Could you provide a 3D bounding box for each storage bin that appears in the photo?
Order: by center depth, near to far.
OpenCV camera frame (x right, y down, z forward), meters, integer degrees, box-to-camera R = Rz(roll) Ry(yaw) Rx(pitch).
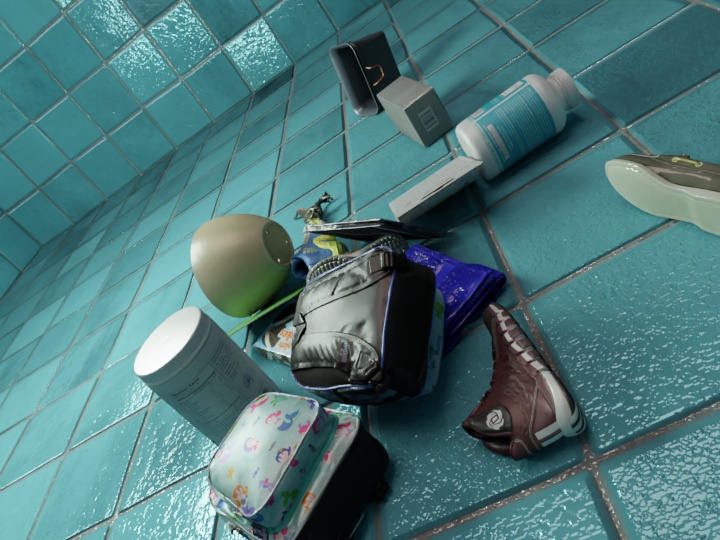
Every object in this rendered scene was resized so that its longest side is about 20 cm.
[{"bbox_3d":[0.031,-0.551,1.619,0.134,0.202,0.145,-39,27,-22],"label":"storage bin"}]

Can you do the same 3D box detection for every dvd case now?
[{"bbox_3d":[0.019,-0.068,1.017,0.198,0.147,0.016,1,86,49],"label":"dvd case"}]

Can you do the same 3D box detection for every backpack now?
[{"bbox_3d":[-0.089,0.238,0.702,0.198,0.151,0.179,-5,44,52],"label":"backpack"},{"bbox_3d":[0.008,0.086,0.767,0.198,0.146,0.186,-18,56,44],"label":"backpack"}]

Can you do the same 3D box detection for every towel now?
[{"bbox_3d":[0.100,0.031,0.864,0.148,0.050,0.199,-45,30,-13],"label":"towel"}]

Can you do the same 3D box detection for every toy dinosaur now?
[{"bbox_3d":[-0.102,-0.135,1.334,0.088,0.047,0.200,-48,26,-4],"label":"toy dinosaur"}]

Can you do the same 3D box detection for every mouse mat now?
[{"bbox_3d":[-0.168,0.071,1.091,0.198,0.008,0.161,-32,4,16],"label":"mouse mat"}]

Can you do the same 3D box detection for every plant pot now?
[{"bbox_3d":[-0.205,-0.026,1.131,0.133,0.201,0.202,-22,33,29],"label":"plant pot"}]

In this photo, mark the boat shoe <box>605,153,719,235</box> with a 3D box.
[{"bbox_3d":[0.384,-0.102,0.707,0.060,0.072,0.202,-39,35,-5],"label":"boat shoe"}]

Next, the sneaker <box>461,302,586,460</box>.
[{"bbox_3d":[0.151,0.123,0.655,0.115,0.076,0.201,-37,30,9],"label":"sneaker"}]

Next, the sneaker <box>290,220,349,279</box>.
[{"bbox_3d":[-0.097,-0.040,1.129,0.103,0.077,0.200,-19,24,-19],"label":"sneaker"}]

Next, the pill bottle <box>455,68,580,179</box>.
[{"bbox_3d":[0.269,-0.254,1.004,0.198,0.111,0.111,-34,29,9],"label":"pill bottle"}]

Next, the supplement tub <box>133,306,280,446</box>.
[{"bbox_3d":[-0.223,0.167,0.887,0.130,0.201,0.133,-28,30,18],"label":"supplement tub"}]

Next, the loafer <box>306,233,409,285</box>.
[{"bbox_3d":[0.000,0.000,1.009,0.197,0.077,0.069,-20,-8,19],"label":"loafer"}]

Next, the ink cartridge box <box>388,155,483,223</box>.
[{"bbox_3d":[0.129,-0.127,0.995,0.161,0.058,0.200,-33,16,6],"label":"ink cartridge box"}]

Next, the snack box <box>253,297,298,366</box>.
[{"bbox_3d":[-0.087,0.106,0.984,0.198,0.037,0.117,4,49,51],"label":"snack box"}]

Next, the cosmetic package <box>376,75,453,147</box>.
[{"bbox_3d":[0.119,-0.363,1.335,0.090,0.107,0.201,-36,31,5],"label":"cosmetic package"}]
